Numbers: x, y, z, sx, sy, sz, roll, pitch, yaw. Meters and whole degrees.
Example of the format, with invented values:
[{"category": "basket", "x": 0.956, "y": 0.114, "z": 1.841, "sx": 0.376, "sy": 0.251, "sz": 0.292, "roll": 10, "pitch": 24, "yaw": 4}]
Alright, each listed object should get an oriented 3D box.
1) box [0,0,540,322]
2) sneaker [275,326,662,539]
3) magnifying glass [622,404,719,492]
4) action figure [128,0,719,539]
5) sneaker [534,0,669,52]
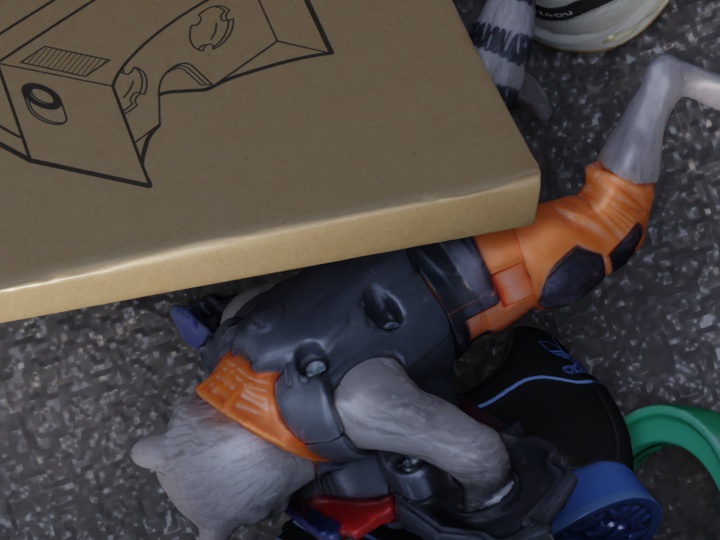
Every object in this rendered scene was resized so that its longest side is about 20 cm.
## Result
[{"category": "box", "x": -0.069, "y": -0.059, "z": 0.678, "sx": 0.200, "sy": 0.021, "sz": 0.164, "roll": -10, "pitch": 51, "yaw": -18}, {"category": "sneaker", "x": 0.002, "y": 0.097, "z": 0.789, "sx": 0.200, "sy": 0.070, "sz": 0.078, "roll": -33, "pitch": 56, "yaw": 14}, {"category": "magnifying glass", "x": 0.086, "y": 0.141, "z": 0.774, "sx": 0.080, "sy": 0.022, "sz": 0.200, "roll": 21, "pitch": 104, "yaw": 53}, {"category": "action figure", "x": 0.000, "y": 0.000, "z": 0.738, "sx": 0.200, "sy": 0.105, "sz": 0.193, "roll": 20, "pitch": 62, "yaw": 48}, {"category": "sneaker", "x": 0.105, "y": -0.164, "z": 0.768, "sx": 0.076, "sy": 0.088, "sz": 0.200, "roll": 23, "pitch": 90, "yaw": 12}]
